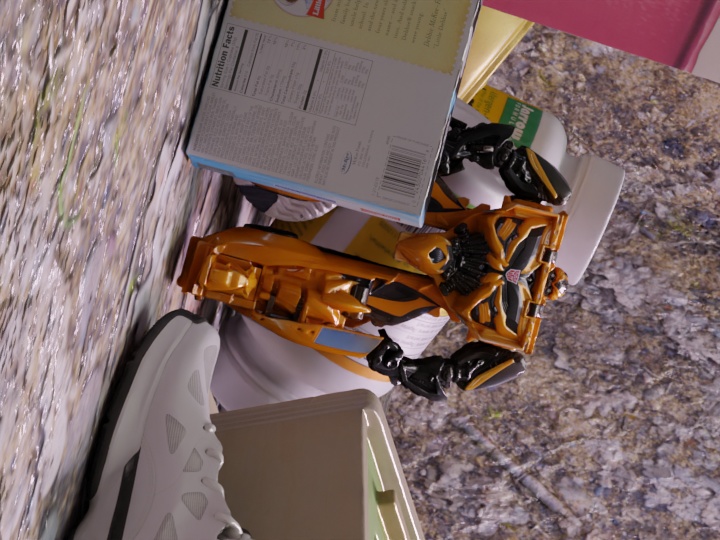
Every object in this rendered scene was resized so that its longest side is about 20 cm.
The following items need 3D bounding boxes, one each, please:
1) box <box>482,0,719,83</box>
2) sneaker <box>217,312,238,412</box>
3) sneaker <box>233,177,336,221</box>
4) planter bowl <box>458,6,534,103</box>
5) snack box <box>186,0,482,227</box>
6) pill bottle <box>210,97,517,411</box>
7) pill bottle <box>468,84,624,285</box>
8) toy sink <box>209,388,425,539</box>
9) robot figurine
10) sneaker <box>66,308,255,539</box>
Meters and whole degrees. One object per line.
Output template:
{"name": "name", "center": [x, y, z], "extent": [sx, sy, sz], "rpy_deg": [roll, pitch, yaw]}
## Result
{"name": "box", "center": [0.145, -0.200, 1.314], "extent": [0.109, 0.199, 0.129], "rpy_deg": [102, 6, -61]}
{"name": "sneaker", "center": [-0.056, 0.092, 1.493], "extent": [0.071, 0.072, 0.201], "rpy_deg": [-100, -170, -61]}
{"name": "sneaker", "center": [-0.010, -0.132, 1.291], "extent": [0.130, 0.079, 0.200], "rpy_deg": [-67, 169, -54]}
{"name": "planter bowl", "center": [0.049, -0.146, 1.468], "extent": [0.201, 0.083, 0.200], "rpy_deg": [-50, -179, 1]}
{"name": "snack box", "center": [0.000, -0.133, 1.157], "extent": [0.037, 0.115, 0.202], "rpy_deg": [74, 31, -82]}
{"name": "pill bottle", "center": [0.000, 0.000, 1.360], "extent": [0.200, 0.111, 0.111], "rpy_deg": [-51, -176, 20]}
{"name": "pill bottle", "center": [0.065, -0.067, 1.601], "extent": [0.113, 0.199, 0.113], "rpy_deg": [24, 90, -90]}
{"name": "toy sink", "center": [-0.030, 0.142, 1.227], "extent": [0.201, 0.111, 0.131], "rpy_deg": [-91, 168, -50]}
{"name": "robot figurine", "center": [0.016, -0.013, 1.226], "extent": [0.058, 0.199, 0.146], "rpy_deg": [-154, -103, -73]}
{"name": "sneaker", "center": [-0.069, 0.118, 1.115], "extent": [0.076, 0.114, 0.202], "rpy_deg": [98, 8, -60]}
